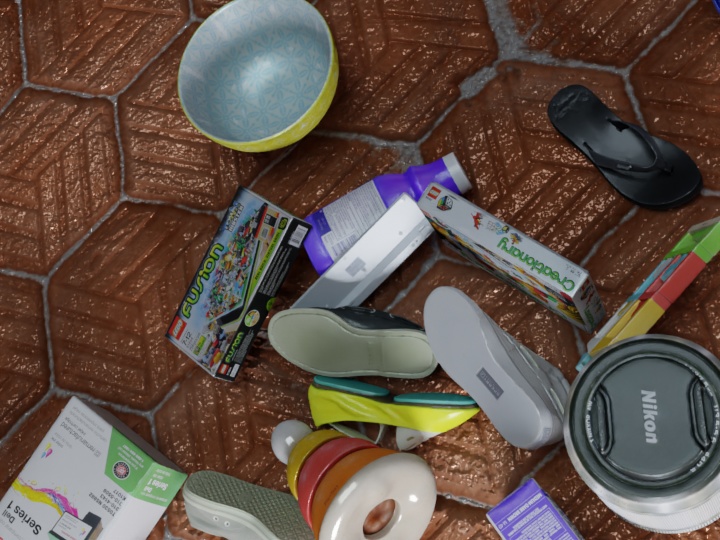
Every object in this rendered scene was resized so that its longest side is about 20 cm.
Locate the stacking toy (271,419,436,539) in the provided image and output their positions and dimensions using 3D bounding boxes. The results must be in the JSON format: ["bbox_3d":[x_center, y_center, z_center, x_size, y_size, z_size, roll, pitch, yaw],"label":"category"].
[{"bbox_3d":[-0.028,0.214,1.285,0.146,0.146,0.200,-51,46,-3],"label":"stacking toy"}]

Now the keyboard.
[{"bbox_3d":[0.000,0.000,1.356,0.056,0.011,0.200,41,104,-14],"label":"keyboard"}]

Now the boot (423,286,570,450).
[{"bbox_3d":[0.149,0.100,1.265,0.074,0.095,0.201,-47,61,28],"label":"boot"}]

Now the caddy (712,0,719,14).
[{"bbox_3d":[0.446,-0.340,1.306,0.140,0.105,0.201,0,69,-4],"label":"caddy"}]

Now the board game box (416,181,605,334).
[{"bbox_3d":[0.160,-0.013,1.279,0.199,0.126,0.035,33,84,27],"label":"board game box"}]

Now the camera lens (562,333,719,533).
[{"bbox_3d":[0.281,0.157,1.132,0.159,0.200,0.161,-7,69,18],"label":"camera lens"}]

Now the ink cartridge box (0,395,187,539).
[{"bbox_3d":[-0.316,0.269,1.375,0.144,0.084,0.201,32,85,26],"label":"ink cartridge box"}]

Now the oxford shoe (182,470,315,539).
[{"bbox_3d":[-0.103,0.277,1.314,0.199,0.075,0.058,18,120,17],"label":"oxford shoe"}]

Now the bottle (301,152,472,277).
[{"bbox_3d":[0.030,-0.065,1.379,0.199,0.065,0.084,-30,66,8],"label":"bottle"}]

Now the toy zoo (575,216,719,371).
[{"bbox_3d":[0.289,0.030,1.216,0.020,0.131,0.200,42,88,3],"label":"toy zoo"}]

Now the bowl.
[{"bbox_3d":[-0.108,-0.222,1.461,0.199,0.108,0.202,-6,70,18],"label":"bowl"}]

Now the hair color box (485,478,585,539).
[{"bbox_3d":[0.210,0.302,1.158,0.065,0.109,0.200,-37,64,3],"label":"hair color box"}]

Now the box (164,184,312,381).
[{"bbox_3d":[-0.142,0.014,1.393,0.110,0.035,0.201,30,95,43],"label":"box"}]

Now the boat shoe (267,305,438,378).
[{"bbox_3d":[-0.002,0.075,1.342,0.198,0.066,0.075,2,101,20],"label":"boat shoe"}]

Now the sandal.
[{"bbox_3d":[0.281,-0.134,1.324,0.200,0.043,0.076,39,88,27],"label":"sandal"}]

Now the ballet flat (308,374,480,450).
[{"bbox_3d":[0.034,0.157,1.307,0.199,0.067,0.068,6,95,25],"label":"ballet flat"}]
